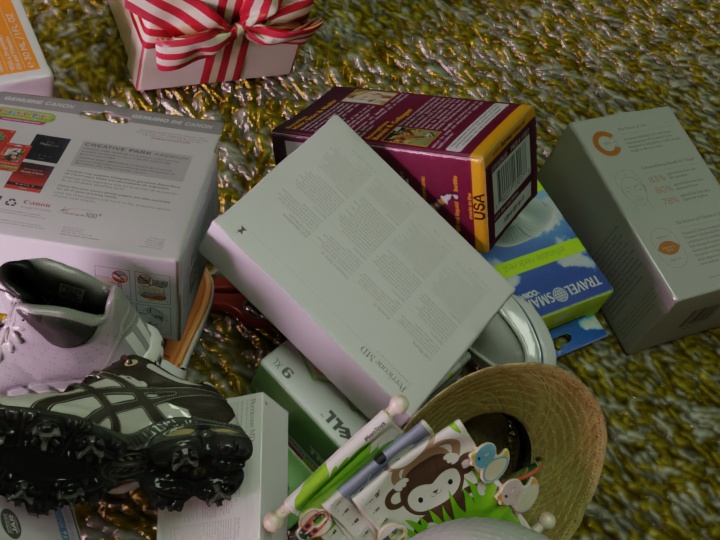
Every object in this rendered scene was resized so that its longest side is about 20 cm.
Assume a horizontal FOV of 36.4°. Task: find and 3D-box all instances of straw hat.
[{"bbox_3d":[0.083,0.140,0.829,0.199,0.203,0.085,-2,24,-20],"label":"straw hat"}]

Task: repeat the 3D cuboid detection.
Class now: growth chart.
[{"bbox_3d":[0.044,0.170,0.766,0.200,0.145,0.018,43,1,-32],"label":"growth chart"}]

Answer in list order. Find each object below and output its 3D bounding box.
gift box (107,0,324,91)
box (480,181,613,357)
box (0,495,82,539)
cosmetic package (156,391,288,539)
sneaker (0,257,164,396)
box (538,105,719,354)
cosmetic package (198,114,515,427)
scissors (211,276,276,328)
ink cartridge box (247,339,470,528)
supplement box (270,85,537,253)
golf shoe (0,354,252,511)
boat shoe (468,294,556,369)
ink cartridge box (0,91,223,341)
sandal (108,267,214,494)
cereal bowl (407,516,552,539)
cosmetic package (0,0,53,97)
[{"bbox_3d":[-0.144,-0.284,0.998,0.183,0.201,0.188,-14,63,-21],"label":"gift box"},{"bbox_3d":[0.138,-0.014,1.001,0.121,0.048,0.201,-18,64,-28],"label":"box"},{"bbox_3d":[-0.263,0.134,0.674,0.060,0.200,0.118,-30,63,11],"label":"box"},{"bbox_3d":[-0.093,0.191,0.748,0.082,0.051,0.202,-12,61,20],"label":"cosmetic package"},{"bbox_3d":[-0.244,0.038,0.756,0.197,0.116,0.076,-10,49,6],"label":"sneaker"},{"bbox_3d":[0.271,-0.042,1.032,0.123,0.098,0.202,-12,62,-25],"label":"box"},{"bbox_3d":[0.000,0.000,0.830,0.200,0.052,0.151,44,54,2],"label":"cosmetic package"},{"bbox_3d":[-0.135,0.023,0.902,0.198,0.014,0.074,-7,60,-23],"label":"scissors"},{"bbox_3d":[-0.018,0.096,0.854,0.104,0.059,0.199,45,55,13],"label":"ink cartridge box"},{"bbox_3d":[0.038,-0.090,0.927,0.198,0.087,0.110,11,34,29],"label":"supplement box"},{"bbox_3d":[-0.170,0.100,0.705,0.198,0.078,0.095,14,32,-31],"label":"golf shoe"},{"bbox_3d":[0.080,0.027,0.926,0.200,0.074,0.065,45,26,29],"label":"boat shoe"},{"bbox_3d":[-0.214,-0.048,0.848,0.197,0.085,0.177,9,42,2],"label":"ink cartridge box"},{"bbox_3d":[-0.167,0.063,0.830,0.078,0.059,0.208,19,57,-3],"label":"sandal"},{"bbox_3d":[0.093,0.268,0.723,0.198,0.083,0.203,3,82,-22],"label":"cereal bowl"},{"bbox_3d":[-0.368,-0.159,0.911,0.198,0.071,0.102,-17,64,-27],"label":"cosmetic package"}]
